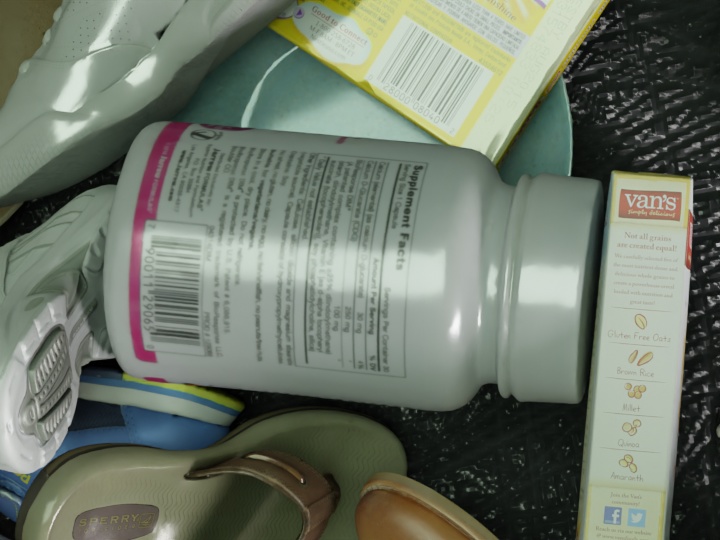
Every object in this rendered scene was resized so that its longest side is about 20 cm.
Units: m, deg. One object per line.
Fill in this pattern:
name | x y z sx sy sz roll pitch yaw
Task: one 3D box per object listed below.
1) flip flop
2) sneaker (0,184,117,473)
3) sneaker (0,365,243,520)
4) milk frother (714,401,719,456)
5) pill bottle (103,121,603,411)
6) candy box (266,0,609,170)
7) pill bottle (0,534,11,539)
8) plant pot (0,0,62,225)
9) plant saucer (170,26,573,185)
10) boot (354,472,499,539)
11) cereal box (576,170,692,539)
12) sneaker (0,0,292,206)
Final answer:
flip flop | -0.055 0.106 1.012 0.057 0.199 0.082 21 106 46
sneaker | -0.154 0.013 1.003 0.099 0.200 0.078 5 114 14
sneaker | -0.156 0.081 1.072 0.199 0.074 0.083 6 89 12
milk frother | 0.181 0.140 0.953 0.180 0.188 0.201 -30 83 6
pill bottle | 0.000 0.000 0.994 0.199 0.113 0.114 6 88 10
candy box | 0.005 -0.139 1.047 0.200 0.026 0.102 35 92 11
pill bottle | -0.110 0.206 1.042 0.199 0.112 0.113 24 91 11
plant pot | -0.243 -0.111 1.065 0.134 0.200 0.201 31 93 44
plant saucer | 0.000 -0.055 1.076 0.200 0.039 0.202 -1 87 10
boot | 0.022 0.202 0.996 0.154 0.074 0.200 -36 90 -28
cereal box | 0.116 0.063 0.993 0.039 0.144 0.201 5 88 7
sneaker | -0.110 -0.110 1.029 0.200 0.075 0.089 -39 83 14
